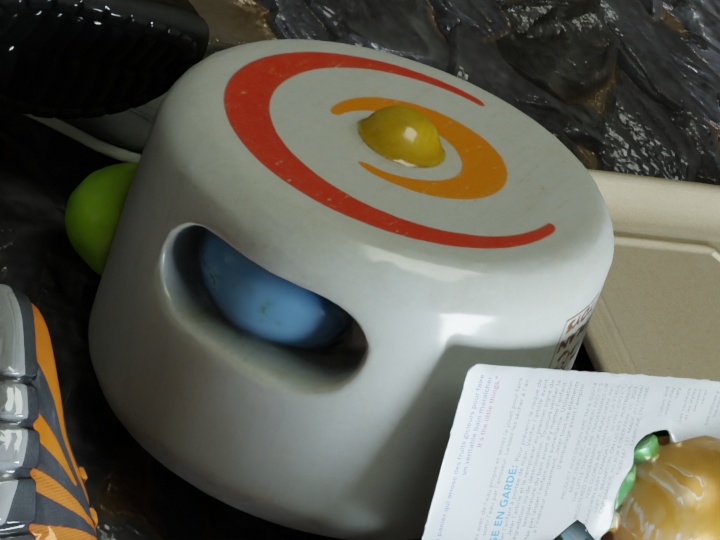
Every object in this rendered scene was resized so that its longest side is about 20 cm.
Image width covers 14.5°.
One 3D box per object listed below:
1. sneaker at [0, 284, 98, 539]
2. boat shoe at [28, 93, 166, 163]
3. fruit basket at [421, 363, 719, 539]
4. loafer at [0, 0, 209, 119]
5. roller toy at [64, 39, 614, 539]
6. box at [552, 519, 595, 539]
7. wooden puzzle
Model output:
[{"bbox_3d":[-0.103,0.109,0.968,0.112,0.078,0.200,16,65,-40],"label":"sneaker"},{"bbox_3d":[-0.115,-0.090,1.145,0.200,0.057,0.067,18,23,-29],"label":"boat shoe"},{"bbox_3d":[0.089,0.123,1.071,0.200,0.186,0.094,6,16,-33],"label":"fruit basket"},{"bbox_3d":[-0.148,-0.113,1.050,0.200,0.073,0.071,11,53,-29],"label":"loafer"},{"bbox_3d":[0.000,0.000,1.078,0.200,0.140,0.183,8,31,-23],"label":"roller toy"},{"bbox_3d":[0.054,0.189,0.929,0.137,0.200,0.038,49,43,9],"label":"box"},{"bbox_3d":[0.171,0.050,1.312,0.185,0.037,0.200,5,55,-39],"label":"wooden puzzle"}]
